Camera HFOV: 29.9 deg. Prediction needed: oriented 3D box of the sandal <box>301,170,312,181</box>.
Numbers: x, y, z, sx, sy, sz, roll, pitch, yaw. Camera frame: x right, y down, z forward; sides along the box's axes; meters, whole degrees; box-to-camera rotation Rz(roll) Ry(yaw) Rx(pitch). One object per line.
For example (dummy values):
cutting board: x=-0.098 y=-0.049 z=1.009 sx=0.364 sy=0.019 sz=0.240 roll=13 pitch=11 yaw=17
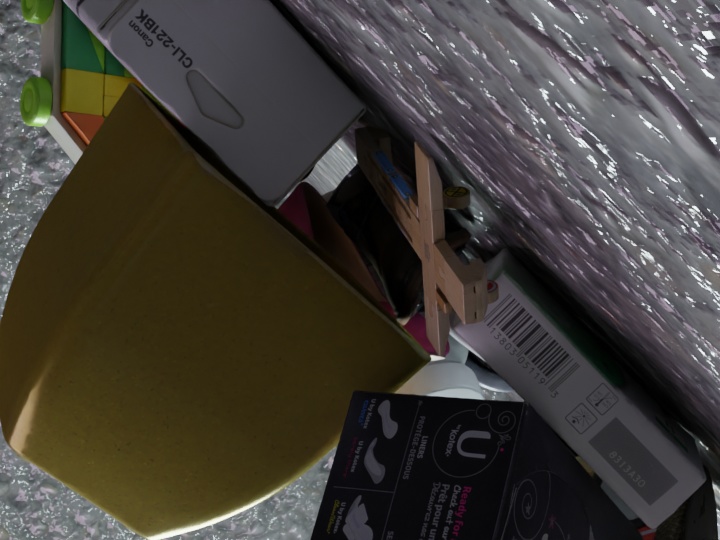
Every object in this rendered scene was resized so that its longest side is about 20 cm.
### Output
sandal: x=-0.048 y=-0.103 z=1.035 sx=0.054 sy=0.082 sz=0.200 roll=22 pitch=179 yaw=-18

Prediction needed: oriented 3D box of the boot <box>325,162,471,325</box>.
boot: x=0.014 y=-0.023 z=0.871 sx=0.097 sy=0.075 sz=0.200 roll=37 pitch=-177 yaw=1

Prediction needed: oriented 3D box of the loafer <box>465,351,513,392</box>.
loafer: x=0.084 y=0.023 z=1.136 sx=0.071 sy=0.063 sz=0.200 roll=9 pitch=-154 yaw=-33

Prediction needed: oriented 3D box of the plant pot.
plant pot: x=-0.116 y=0.039 z=0.819 sx=0.195 sy=0.200 sz=0.194 roll=41 pitch=-179 yaw=-27

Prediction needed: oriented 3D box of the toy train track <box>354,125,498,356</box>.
toy train track: x=0.038 y=-0.032 z=0.738 sx=0.200 sy=0.032 sz=0.116 roll=-121 pitch=22 yaw=-58

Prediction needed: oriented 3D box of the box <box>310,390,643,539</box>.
box: x=0.070 y=0.171 z=0.765 sx=0.114 sy=0.133 sz=0.200 roll=-1 pitch=149 yaw=33

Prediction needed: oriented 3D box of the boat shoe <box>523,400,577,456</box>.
boat shoe: x=0.194 y=0.163 z=1.030 sx=0.073 sy=0.068 sz=0.200 roll=-25 pitch=110 yaw=43

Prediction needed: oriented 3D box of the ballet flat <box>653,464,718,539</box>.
ballet flat: x=0.178 y=0.189 z=0.801 sx=0.068 sy=0.046 sz=0.200 roll=65 pitch=-146 yaw=-27

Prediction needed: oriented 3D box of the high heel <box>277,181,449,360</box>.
high heel: x=0.000 y=0.000 z=0.969 sx=0.067 sy=0.097 sz=0.199 roll=17 pitch=-178 yaw=-39

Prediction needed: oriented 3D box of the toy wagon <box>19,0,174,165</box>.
toy wagon: x=-0.156 y=-0.120 z=0.930 sx=0.154 sy=0.202 sz=0.039 roll=3 pitch=175 yaw=-36

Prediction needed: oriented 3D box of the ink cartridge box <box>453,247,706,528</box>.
ink cartridge box: x=0.131 y=0.052 z=0.819 sx=0.161 sy=0.050 sz=0.200 roll=45 pitch=-164 yaw=-2

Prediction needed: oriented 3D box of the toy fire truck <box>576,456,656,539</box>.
toy fire truck: x=0.155 y=0.231 z=0.921 sx=0.129 sy=0.175 sz=0.202 roll=-35 pitch=-75 yaw=-74

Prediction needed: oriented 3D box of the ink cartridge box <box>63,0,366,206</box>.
ink cartridge box: x=-0.097 y=-0.136 z=0.819 sx=0.144 sy=0.084 sz=0.200 roll=45 pitch=180 yaw=-26

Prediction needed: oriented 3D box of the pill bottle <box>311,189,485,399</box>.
pill bottle: x=0.017 y=0.040 z=1.055 sx=0.116 sy=0.116 sz=0.201 roll=46 pitch=-164 yaw=-53

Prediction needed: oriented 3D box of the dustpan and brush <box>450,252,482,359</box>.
dustpan and brush: x=0.093 y=0.027 z=0.982 sx=0.200 sy=0.058 sz=0.139 roll=36 pitch=-175 yaw=41
